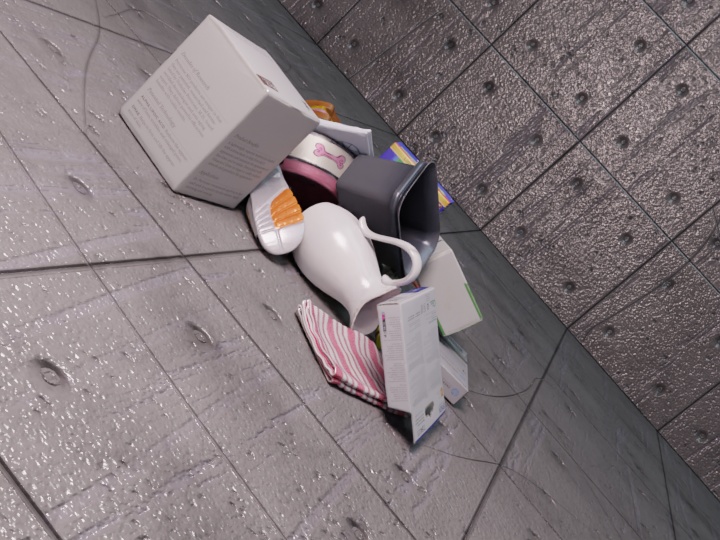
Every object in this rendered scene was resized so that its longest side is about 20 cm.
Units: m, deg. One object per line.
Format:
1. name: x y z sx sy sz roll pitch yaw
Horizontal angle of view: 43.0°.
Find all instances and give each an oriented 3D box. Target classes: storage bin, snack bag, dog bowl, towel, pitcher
1. storage bin: 0.047 -0.102 1.504 0.134 0.146 0.200 21 -35 23
2. snack bag: -0.072 -0.206 1.542 0.200 0.021 0.189 13 -21 11
3. dog bowl: -0.097 -0.159 1.546 0.200 0.200 0.074 36 62 -39
4. towel: -0.006 0.129 1.318 0.200 0.030 0.146 33 21 -46
5. pitcher: -0.008 -0.024 1.430 0.200 0.172 0.121 54 21 21

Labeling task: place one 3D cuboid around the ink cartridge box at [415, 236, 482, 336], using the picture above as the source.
1. ink cartridge box: 0.153 0.024 1.728 0.200 0.083 0.147 -95 160 -80

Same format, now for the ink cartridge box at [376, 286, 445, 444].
1. ink cartridge box: 0.078 0.133 1.346 0.196 0.043 0.201 -15 102 -71

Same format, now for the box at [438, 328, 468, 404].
1. box: 0.130 0.143 1.660 0.156 0.041 0.200 45 13 -7

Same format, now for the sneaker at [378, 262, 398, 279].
1. sneaker: 0.000 0.000 1.636 0.086 0.078 0.200 22 8 33

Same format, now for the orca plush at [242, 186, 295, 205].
1. orca plush: -0.142 -0.123 1.504 0.200 0.071 0.105 43 15 -18

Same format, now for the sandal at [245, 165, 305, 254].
1. sandal: -0.144 -0.106 1.436 0.079 0.059 0.207 -7 61 -22

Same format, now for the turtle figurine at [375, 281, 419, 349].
1. turtle figurine: 0.038 0.062 1.534 0.200 0.064 0.161 24 34 -31

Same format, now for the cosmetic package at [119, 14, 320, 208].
1. cosmetic package: -0.203 -0.226 1.338 0.165 0.200 0.165 53 14 19

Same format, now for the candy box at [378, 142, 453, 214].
1. candy box: 0.062 -0.136 1.880 0.169 0.200 0.077 47 14 1

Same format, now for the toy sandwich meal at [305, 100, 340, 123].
1. toy sandwich meal: -0.084 -0.263 1.864 0.205 0.205 0.070 38 61 -35
